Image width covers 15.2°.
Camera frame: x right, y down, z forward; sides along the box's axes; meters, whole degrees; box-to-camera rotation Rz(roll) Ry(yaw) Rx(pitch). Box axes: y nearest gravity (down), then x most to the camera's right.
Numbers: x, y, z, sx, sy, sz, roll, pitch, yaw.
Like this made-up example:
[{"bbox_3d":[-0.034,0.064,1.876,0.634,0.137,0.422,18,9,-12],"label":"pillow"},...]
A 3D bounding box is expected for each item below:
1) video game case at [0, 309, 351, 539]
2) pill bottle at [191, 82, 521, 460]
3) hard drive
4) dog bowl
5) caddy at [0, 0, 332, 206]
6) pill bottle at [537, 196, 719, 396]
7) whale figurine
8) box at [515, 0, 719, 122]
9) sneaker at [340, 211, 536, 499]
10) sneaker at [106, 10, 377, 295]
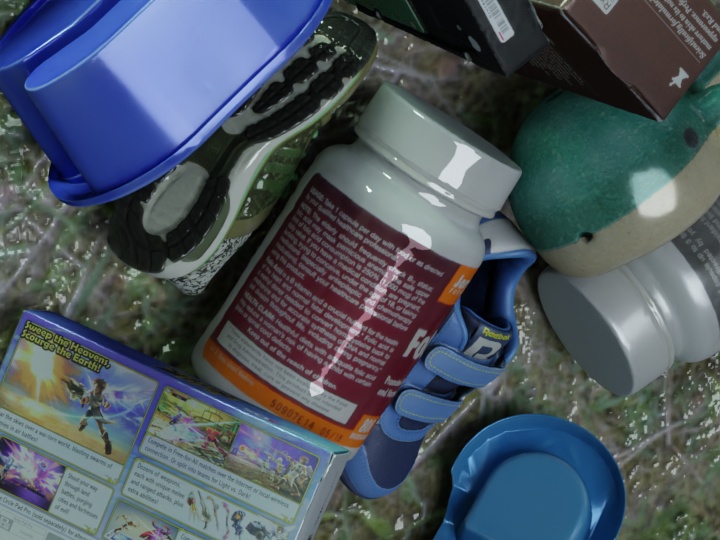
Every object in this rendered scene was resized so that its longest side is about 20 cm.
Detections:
[{"bbox_3d":[-0.131,0.143,1.514,0.181,0.200,0.045,-67,166,6],"label":"video game case"},{"bbox_3d":[0.000,0.000,1.559,0.114,0.114,0.200,27,101,-33],"label":"pill bottle"},{"bbox_3d":[0.014,-0.189,1.468,0.038,0.200,0.140,-39,120,-13],"label":"hard drive"},{"bbox_3d":[0.088,0.187,1.685,0.200,0.111,0.050,-59,166,-15],"label":"dog bowl"},{"bbox_3d":[-0.103,-0.120,1.462,0.200,0.141,0.105,-44,117,-9],"label":"caddy"},{"bbox_3d":[0.217,-0.014,1.694,0.200,0.114,0.114,-34,120,-16],"label":"pill bottle"},{"bbox_3d":[0.158,-0.085,1.611,0.104,0.159,0.200,51,42,-15],"label":"whale figurine"},{"bbox_3d":[0.107,-0.158,1.531,0.075,0.200,0.100,-50,123,-6],"label":"box"},{"bbox_3d":[0.043,0.050,1.628,0.074,0.082,0.200,8,104,-52],"label":"sneaker"},{"bbox_3d":[-0.062,-0.066,1.561,0.200,0.077,0.089,-48,154,-10],"label":"sneaker"}]
